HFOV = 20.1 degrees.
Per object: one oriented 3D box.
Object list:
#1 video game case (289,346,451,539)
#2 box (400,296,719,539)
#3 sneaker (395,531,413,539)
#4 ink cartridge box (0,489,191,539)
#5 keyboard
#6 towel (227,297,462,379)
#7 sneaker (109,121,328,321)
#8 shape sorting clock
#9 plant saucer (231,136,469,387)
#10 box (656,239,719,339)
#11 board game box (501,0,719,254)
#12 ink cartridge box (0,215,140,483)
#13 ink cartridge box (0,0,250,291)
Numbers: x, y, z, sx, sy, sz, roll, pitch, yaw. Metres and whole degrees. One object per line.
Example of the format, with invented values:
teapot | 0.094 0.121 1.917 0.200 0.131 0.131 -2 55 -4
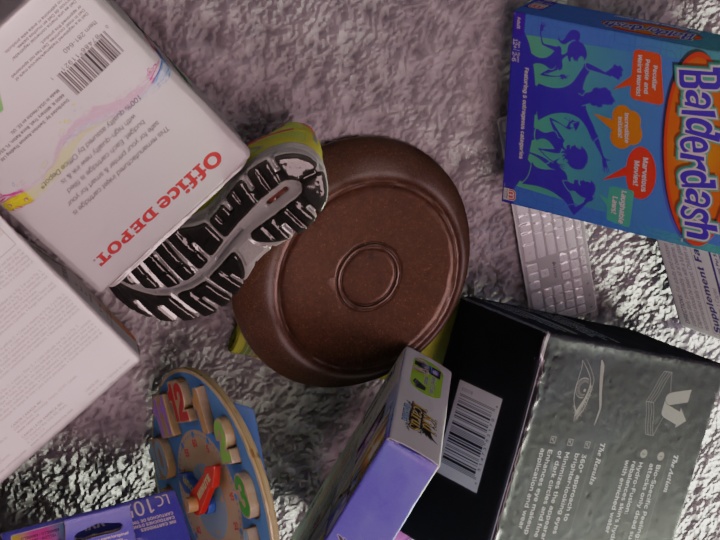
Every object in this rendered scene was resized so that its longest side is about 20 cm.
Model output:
video game case | -0.002 0.176 1.486 0.045 0.181 0.200 29 109 -4
box | 0.158 0.140 1.600 0.200 0.117 0.197 12 97 -36
sneaker | 0.055 0.190 1.661 0.200 0.073 0.114 22 95 -35
ink cartridge box | -0.196 0.234 1.506 0.136 0.076 0.200 -13 157 -18
keyboard | 0.148 -0.041 1.597 0.056 0.011 0.200 -21 124 -12
towel | -0.002 0.042 1.576 0.200 0.018 0.086 12 116 -29
sneaker | -0.098 -0.037 1.453 0.200 0.090 0.078 -31 117 23
shape sorting clock | -0.110 0.169 1.486 0.039 0.200 0.200 -9 121 -27
plant saucer | 0.000 0.000 1.522 0.200 0.034 0.201 -9 112 -22
box | 0.332 -0.026 1.560 0.105 0.200 0.184 -41 129 -26
board game box | 0.203 -0.104 1.472 0.045 0.200 0.152 -33 131 -52
ink cartridge box | -0.281 0.042 1.447 0.162 0.050 0.200 -41 108 3
ink cartridge box | -0.194 -0.106 1.362 0.145 0.084 0.200 -42 125 3
